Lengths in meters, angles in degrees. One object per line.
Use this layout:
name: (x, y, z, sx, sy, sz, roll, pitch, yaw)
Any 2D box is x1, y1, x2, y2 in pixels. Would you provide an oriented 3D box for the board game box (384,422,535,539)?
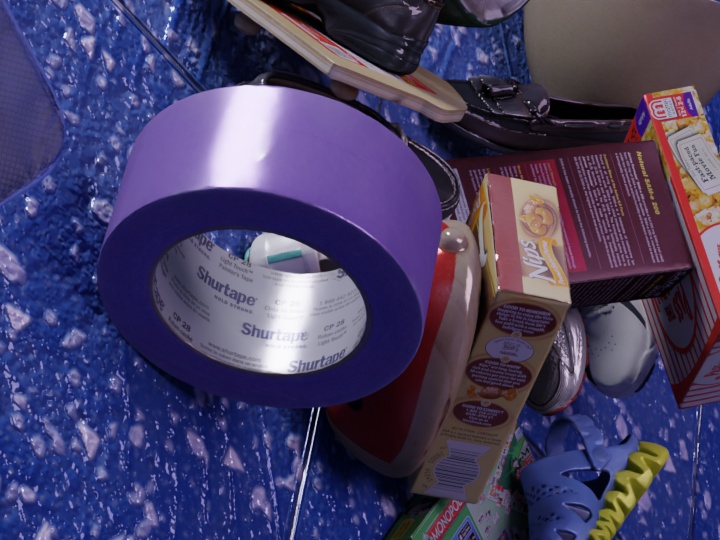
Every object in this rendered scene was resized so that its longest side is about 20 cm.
board game box: (0.090, 0.200, 1.663, 0.135, 0.029, 0.200, 63, 32, -13)

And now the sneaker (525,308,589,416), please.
sneaker: (0.106, 0.018, 1.753, 0.082, 0.078, 0.201, -13, 78, -51)

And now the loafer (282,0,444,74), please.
loafer: (-0.034, -0.212, 1.564, 0.199, 0.073, 0.073, 30, 11, 1)

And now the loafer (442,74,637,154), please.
loafer: (0.142, -0.127, 1.834, 0.199, 0.063, 0.072, 15, 33, -34)

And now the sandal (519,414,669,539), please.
sandal: (0.148, 0.173, 1.686, 0.087, 0.080, 0.200, 38, 39, 5)

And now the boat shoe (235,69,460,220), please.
boat shoe: (-0.005, -0.084, 1.578, 0.199, 0.060, 0.074, 24, 54, -28)

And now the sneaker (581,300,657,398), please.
sneaker: (0.165, 0.001, 1.837, 0.129, 0.079, 0.201, 17, 60, -52)

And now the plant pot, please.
plant pot: (0.218, -0.179, 1.941, 0.200, 0.199, 0.135, 12, 100, -55)

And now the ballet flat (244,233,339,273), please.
ballet flat: (0.000, 0.000, 1.591, 0.199, 0.069, 0.070, 6, 69, -57)

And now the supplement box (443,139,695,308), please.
supplement box: (0.136, -0.029, 1.697, 0.198, 0.061, 0.110, -6, 69, -23)

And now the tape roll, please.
tape roll: (-0.053, -0.011, 1.383, 0.200, 0.199, 0.085, 46, 40, -35)

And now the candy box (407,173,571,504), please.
candy box: (0.082, 0.048, 1.562, 0.055, 0.201, 0.116, 11, 42, -13)

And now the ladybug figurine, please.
ladybug figurine: (0.025, 0.048, 1.522, 0.071, 0.201, 0.136, 10, 36, -13)

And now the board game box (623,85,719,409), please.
board game box: (0.252, -0.016, 1.776, 0.152, 0.046, 0.201, 102, -25, -62)

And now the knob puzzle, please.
knob puzzle: (-0.009, -0.142, 1.588, 0.218, 0.031, 0.220, 28, 12, -6)

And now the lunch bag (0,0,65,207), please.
lunch bag: (-0.263, -0.103, 1.173, 0.136, 0.132, 0.201, -36, 106, -41)

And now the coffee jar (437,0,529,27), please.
coffee jar: (0.038, -0.226, 1.651, 0.085, 0.200, 0.105, -39, 111, -21)
